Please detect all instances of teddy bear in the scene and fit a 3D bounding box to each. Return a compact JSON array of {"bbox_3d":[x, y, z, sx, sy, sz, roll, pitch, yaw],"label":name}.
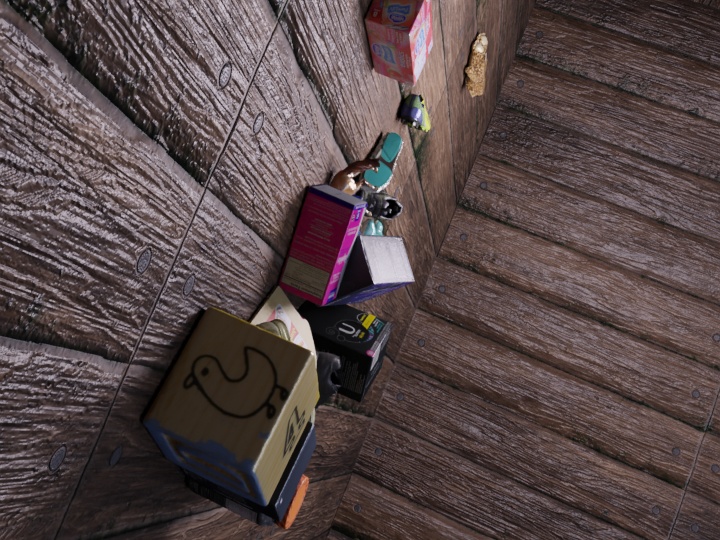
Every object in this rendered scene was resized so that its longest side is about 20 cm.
[{"bbox_3d":[0.375,-0.670,2.755,0.201,0.065,0.148,78,25,-59],"label":"teddy bear"}]

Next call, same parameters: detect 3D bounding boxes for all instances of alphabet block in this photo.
[{"bbox_3d":[-0.189,0.211,1.302,0.198,0.192,0.203,93,20,-62],"label":"alphabet block"}]

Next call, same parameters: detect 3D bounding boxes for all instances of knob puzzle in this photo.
[{"bbox_3d":[-0.148,0.161,1.567,0.218,0.030,0.225,25,58,-48],"label":"knob puzzle"}]

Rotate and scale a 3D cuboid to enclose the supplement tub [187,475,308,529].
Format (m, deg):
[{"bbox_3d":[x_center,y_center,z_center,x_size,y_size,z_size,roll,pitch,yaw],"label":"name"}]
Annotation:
[{"bbox_3d":[-0.199,0.375,1.516,0.122,0.196,0.125,21,90,-79],"label":"supplement tub"}]

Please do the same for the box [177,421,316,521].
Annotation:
[{"bbox_3d":[-0.191,0.301,1.425,0.108,0.196,0.150,90,25,-61],"label":"box"}]

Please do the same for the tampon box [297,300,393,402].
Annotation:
[{"bbox_3d":[-0.052,0.162,1.834,0.150,0.196,0.128,-52,160,-57],"label":"tampon box"}]

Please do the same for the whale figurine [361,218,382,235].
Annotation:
[{"bbox_3d":[0.028,-0.047,2.076,0.201,0.102,0.161,89,25,-67],"label":"whale figurine"}]

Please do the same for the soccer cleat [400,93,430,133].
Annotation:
[{"bbox_3d":[0.147,-0.397,2.126,0.200,0.063,0.086,-14,122,-76],"label":"soccer cleat"}]

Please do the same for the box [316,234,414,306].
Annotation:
[{"bbox_3d":[0.000,0.000,1.758,0.199,0.146,0.107,-3,74,-61],"label":"box"}]

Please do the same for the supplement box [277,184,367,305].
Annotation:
[{"bbox_3d":[-0.072,-0.050,1.615,0.101,0.102,0.204,-29,140,-74],"label":"supplement box"}]

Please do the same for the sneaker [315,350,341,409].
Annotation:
[{"bbox_3d":[-0.088,0.249,1.759,0.077,0.089,0.203,-94,-166,-48],"label":"sneaker"}]

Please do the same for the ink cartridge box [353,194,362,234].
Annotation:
[{"bbox_3d":[-0.036,-0.071,1.884,0.202,0.043,0.095,94,22,-55],"label":"ink cartridge box"}]

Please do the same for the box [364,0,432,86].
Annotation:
[{"bbox_3d":[0.076,-0.453,1.614,0.200,0.093,0.104,65,47,-74],"label":"box"}]

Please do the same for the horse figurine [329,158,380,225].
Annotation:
[{"bbox_3d":[-0.026,-0.146,1.717,0.130,0.050,0.203,-5,127,-36],"label":"horse figurine"}]

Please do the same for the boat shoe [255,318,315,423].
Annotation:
[{"bbox_3d":[-0.139,0.188,1.485,0.062,0.205,0.073,-12,172,-43],"label":"boat shoe"}]

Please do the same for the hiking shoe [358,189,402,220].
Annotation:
[{"bbox_3d":[0.053,-0.149,2.025,0.200,0.099,0.077,-29,140,-73],"label":"hiking shoe"}]

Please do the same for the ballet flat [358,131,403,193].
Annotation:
[{"bbox_3d":[0.044,-0.235,1.935,0.073,0.070,0.202,98,17,-49],"label":"ballet flat"}]
